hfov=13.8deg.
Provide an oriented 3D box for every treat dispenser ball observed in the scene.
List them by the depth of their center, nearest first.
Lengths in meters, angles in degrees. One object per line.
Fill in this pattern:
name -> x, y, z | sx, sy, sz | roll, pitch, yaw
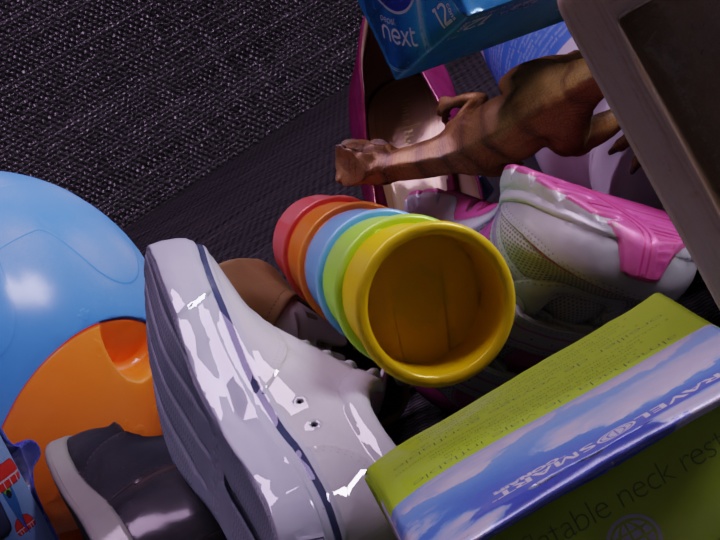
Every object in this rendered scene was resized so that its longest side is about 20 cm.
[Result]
treat dispenser ball -> -0.187, 0.052, 1.452 | 0.200, 0.201, 0.201 | -29, 6, 4

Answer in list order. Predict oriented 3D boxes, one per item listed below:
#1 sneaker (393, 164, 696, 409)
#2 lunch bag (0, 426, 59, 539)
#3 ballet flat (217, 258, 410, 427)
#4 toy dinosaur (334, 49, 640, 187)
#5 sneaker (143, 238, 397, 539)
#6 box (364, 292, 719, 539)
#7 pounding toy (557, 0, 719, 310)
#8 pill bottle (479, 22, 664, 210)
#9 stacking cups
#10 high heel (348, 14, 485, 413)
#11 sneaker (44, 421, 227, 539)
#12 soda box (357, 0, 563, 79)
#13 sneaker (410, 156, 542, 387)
sneaker -> 0.069, 0.014, 1.163 | 0.200, 0.081, 0.089 | 166, 119, -71
lunch bag -> -0.191, 0.119, 1.170 | 0.094, 0.151, 0.200 | -24, 9, 38
ballet flat -> -0.025, 0.036, 1.260 | 0.063, 0.069, 0.200 | 14, -1, 18
toy dinosaur -> 0.081, -0.068, 1.179 | 0.200, 0.061, 0.106 | -30, -11, 31
sneaker -> -0.028, 0.054, 1.096 | 0.070, 0.073, 0.200 | -9, 38, -19
box -> 0.068, 0.063, 0.919 | 0.122, 0.048, 0.200 | -30, 7, -1
pounding toy -> 0.175, -0.090, 0.957 | 0.184, 0.201, 0.142 | -28, 6, 15
pill bottle -> 0.121, -0.086, 1.326 | 0.112, 0.112, 0.200 | -29, 33, 6
stacking cups -> 0.000, 0.000, 1.147 | 0.060, 0.061, 0.200 | -31, 14, -10
high heel -> 0.024, -0.027, 1.313 | 0.067, 0.096, 0.200 | -22, 38, 5
sneaker -> -0.061, 0.093, 1.206 | 0.106, 0.075, 0.200 | -26, 15, -9
soda box -> 0.092, -0.142, 1.185 | 0.199, 0.064, 0.068 | -21, -9, -30
sneaker -> 0.049, -0.013, 1.457 | 0.199, 0.081, 0.115 | -33, 9, -18
